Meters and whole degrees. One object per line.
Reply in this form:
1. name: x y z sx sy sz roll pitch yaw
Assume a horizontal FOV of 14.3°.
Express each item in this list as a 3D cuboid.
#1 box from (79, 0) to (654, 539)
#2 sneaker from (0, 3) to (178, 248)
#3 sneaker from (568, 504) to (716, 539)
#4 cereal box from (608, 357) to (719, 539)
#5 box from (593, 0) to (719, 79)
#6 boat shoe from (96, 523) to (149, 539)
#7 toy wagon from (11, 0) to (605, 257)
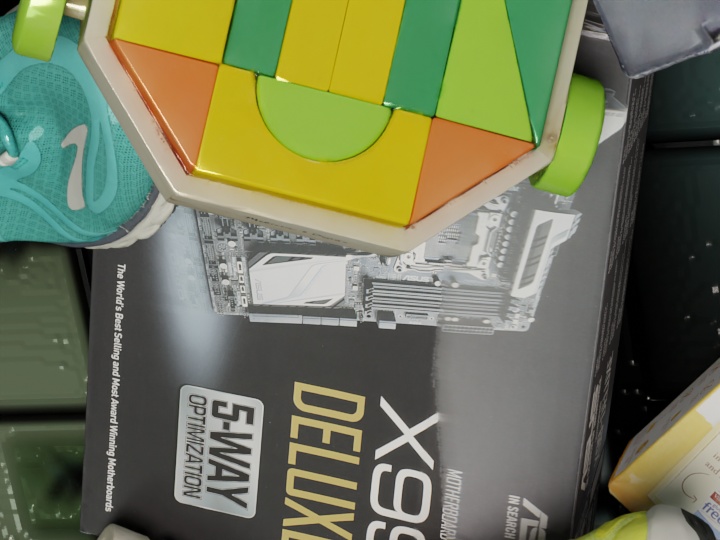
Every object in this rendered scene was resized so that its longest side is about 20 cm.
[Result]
1. box: 0.000 0.000 0.860 0.157 0.050 0.201 12 118 12
2. sneaker: -0.123 -0.033 0.829 0.199 0.079 0.078 -8 99 47
3. sneaker: 0.031 0.118 0.824 0.076 0.076 0.200 26 143 -15
4. cereal box: 0.189 0.045 0.825 0.144 0.040 0.200 44 119 -3
5. box: 0.144 -0.156 0.652 0.196 0.200 0.118 -19 108 24
6. boat shoe: -0.082 0.152 0.936 0.059 0.072 0.200 19 140 -9
7. toy wagon: 0.000 -0.109 0.752 0.154 0.040 0.201 14 85 -10
